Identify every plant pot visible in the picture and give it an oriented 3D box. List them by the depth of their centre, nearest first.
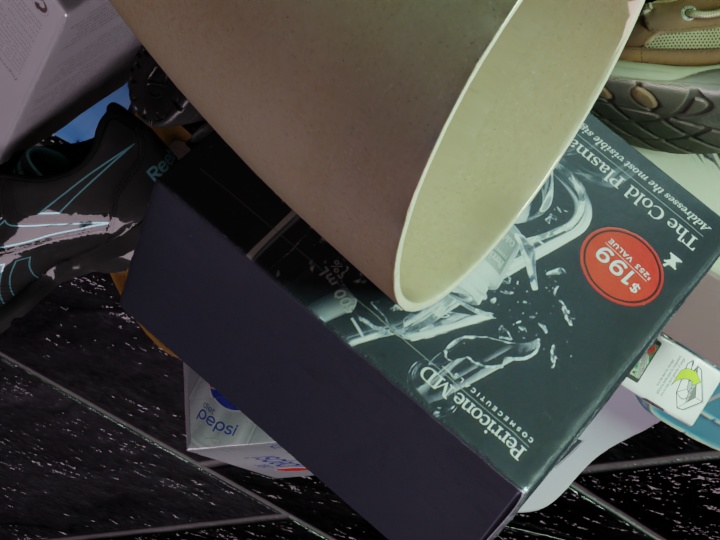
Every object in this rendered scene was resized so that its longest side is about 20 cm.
[{"bbox_3d":[-0.012,-0.118,0.687,0.199,0.188,0.188,33,159,15],"label":"plant pot"}]

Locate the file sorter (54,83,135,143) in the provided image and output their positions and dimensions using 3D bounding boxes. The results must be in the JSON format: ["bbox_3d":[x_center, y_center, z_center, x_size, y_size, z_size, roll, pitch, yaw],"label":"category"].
[{"bbox_3d":[-0.242,-0.098,1.035,0.199,0.124,0.139,28,154,-18],"label":"file sorter"}]

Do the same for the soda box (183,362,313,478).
[{"bbox_3d":[-0.045,0.083,1.051,0.068,0.064,0.200,-6,168,12],"label":"soda box"}]

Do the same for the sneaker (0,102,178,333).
[{"bbox_3d":[-0.181,-0.024,0.957,0.199,0.076,0.080,-26,115,16],"label":"sneaker"}]

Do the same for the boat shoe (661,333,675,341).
[{"bbox_3d":[0.203,-0.016,0.947,0.071,0.065,0.200,19,156,-4],"label":"boat shoe"}]

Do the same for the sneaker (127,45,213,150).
[{"bbox_3d":[-0.047,-0.124,0.910,0.200,0.060,0.104,-41,160,32],"label":"sneaker"}]

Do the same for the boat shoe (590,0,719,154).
[{"bbox_3d":[0.165,-0.098,0.802,0.198,0.072,0.076,7,161,25],"label":"boat shoe"}]

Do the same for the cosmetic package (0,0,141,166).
[{"bbox_3d":[-0.152,-0.136,0.895,0.071,0.101,0.200,51,152,2],"label":"cosmetic package"}]

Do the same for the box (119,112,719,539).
[{"bbox_3d":[0.030,-0.001,0.788,0.200,0.182,0.104,39,146,9],"label":"box"}]

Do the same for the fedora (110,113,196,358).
[{"bbox_3d":[-0.106,-0.007,1.076,0.201,0.082,0.201,49,163,21],"label":"fedora"}]

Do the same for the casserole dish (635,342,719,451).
[{"bbox_3d":[0.246,0.059,1.062,0.121,0.039,0.200,28,144,-24],"label":"casserole dish"}]

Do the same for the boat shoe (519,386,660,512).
[{"bbox_3d":[0.150,0.087,1.198,0.071,0.068,0.200,21,134,-18],"label":"boat shoe"}]

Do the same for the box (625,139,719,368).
[{"bbox_3d":[0.129,-0.037,0.878,0.199,0.068,0.082,33,155,16],"label":"box"}]

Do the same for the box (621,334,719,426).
[{"bbox_3d":[0.113,0.020,1.007,0.110,0.035,0.200,31,-176,-22],"label":"box"}]
